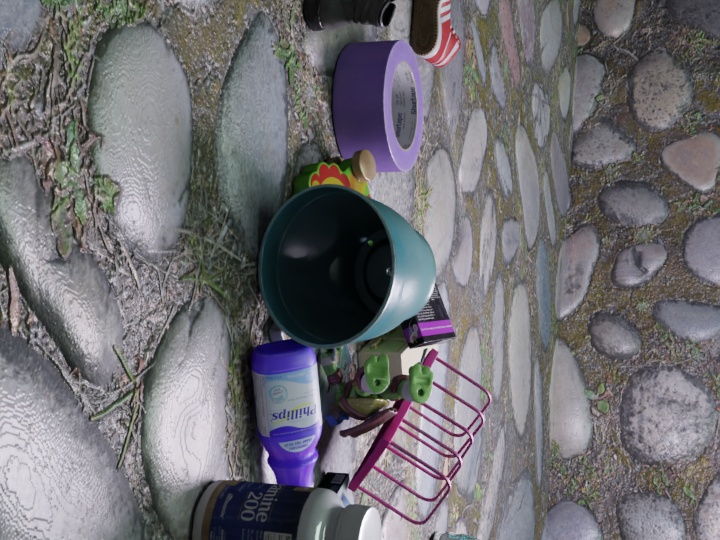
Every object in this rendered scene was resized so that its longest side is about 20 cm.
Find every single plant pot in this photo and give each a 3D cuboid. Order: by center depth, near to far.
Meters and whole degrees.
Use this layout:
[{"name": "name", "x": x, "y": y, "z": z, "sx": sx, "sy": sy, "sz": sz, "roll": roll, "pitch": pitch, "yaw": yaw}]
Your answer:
[{"name": "plant pot", "x": 0.000, "y": 0.000, "z": 1.427, "sx": 0.187, "sy": 0.198, "sz": 0.203, "roll": 6, "pitch": 85, "yaw": -60}]

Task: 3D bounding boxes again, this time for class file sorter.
[{"name": "file sorter", "x": 0.095, "y": 0.249, "z": 1.622, "sx": 0.200, "sy": 0.125, "sz": 0.139, "roll": -55, "pitch": 176, "yaw": -46}]

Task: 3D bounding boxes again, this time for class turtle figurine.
[{"name": "turtle figurine", "x": 0.023, "y": 0.127, "z": 1.526, "sx": 0.144, "sy": 0.194, "sz": 0.200, "roll": 47, "pitch": 69, "yaw": -10}]

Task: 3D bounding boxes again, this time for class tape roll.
[{"name": "tape roll", "x": 0.030, "y": -0.253, "z": 1.706, "sx": 0.200, "sy": 0.084, "sz": 0.203, "roll": 1, "pitch": 90, "yaw": -69}]

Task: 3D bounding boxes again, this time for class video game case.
[{"name": "video game case", "x": -0.065, "y": 0.107, "z": 1.545, "sx": 0.183, "sy": 0.022, "sz": 0.202, "roll": -64, "pitch": 148, "yaw": -49}]

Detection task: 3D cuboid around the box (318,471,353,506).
[{"name": "box", "x": -0.055, "y": 0.400, "z": 1.559, "sx": 0.200, "sy": 0.037, "sz": 0.138, "roll": -51, "pitch": 137, "yaw": -59}]

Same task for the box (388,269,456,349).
[{"name": "box", "x": 0.085, "y": 0.026, "z": 1.812, "sx": 0.143, "sy": 0.036, "sz": 0.202, "roll": 1, "pitch": 68, "yaw": -64}]

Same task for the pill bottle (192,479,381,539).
[{"name": "pill bottle", "x": -0.081, "y": 0.301, "z": 1.253, "sx": 0.111, "sy": 0.198, "sz": 0.112, "roll": 1, "pitch": 90, "yaw": -70}]

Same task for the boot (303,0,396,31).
[{"name": "boot", "x": 0.000, "y": -0.426, "z": 1.548, "sx": 0.070, "sy": 0.130, "sz": 0.202, "roll": 34, "pitch": 59, "yaw": -65}]

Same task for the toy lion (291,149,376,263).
[{"name": "toy lion", "x": -0.025, "y": -0.068, "z": 1.568, "sx": 0.192, "sy": 0.068, "sz": 0.202, "roll": -54, "pitch": 127, "yaw": -49}]

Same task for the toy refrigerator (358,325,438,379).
[{"name": "toy refrigerator", "x": 0.065, "y": 0.131, "z": 1.825, "sx": 0.200, "sy": 0.075, "sz": 0.071, "roll": -38, "pitch": 126, "yaw": -64}]

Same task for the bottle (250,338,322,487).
[{"name": "bottle", "x": -0.091, "y": 0.191, "z": 1.394, "sx": 0.065, "sy": 0.083, "sz": 0.202, "roll": -151, "pitch": -125, "yaw": -66}]

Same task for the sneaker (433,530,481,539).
[{"name": "sneaker", "x": 0.198, "y": 0.553, "z": 2.175, "sx": 0.200, "sy": 0.090, "sz": 0.079, "roll": 12, "pitch": 78, "yaw": -69}]

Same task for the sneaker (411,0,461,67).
[{"name": "sneaker", "x": 0.145, "y": -0.475, "z": 2.027, "sx": 0.112, "sy": 0.071, "sz": 0.202, "roll": 23, "pitch": 76, "yaw": -64}]
